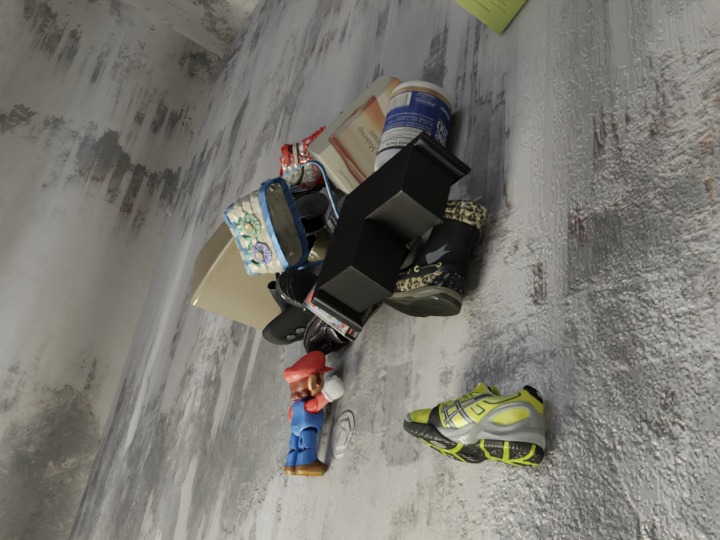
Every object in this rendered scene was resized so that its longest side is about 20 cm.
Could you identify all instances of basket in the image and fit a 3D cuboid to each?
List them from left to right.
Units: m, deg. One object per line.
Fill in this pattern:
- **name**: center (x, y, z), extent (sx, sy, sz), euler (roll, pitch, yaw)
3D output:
- **basket**: center (-0.126, -0.080, 1.159), extent (0.196, 0.179, 0.139), euler (-19, 14, 14)

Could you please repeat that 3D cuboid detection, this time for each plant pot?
- **plant pot**: center (-0.238, -0.016, 1.426), extent (0.179, 0.197, 0.201), euler (-60, 22, 21)

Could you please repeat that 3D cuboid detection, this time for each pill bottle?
- **pill bottle**: center (0.084, -0.197, 1.082), extent (0.110, 0.109, 0.204), euler (-20, 52, 56)

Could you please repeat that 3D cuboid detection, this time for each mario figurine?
- **mario figurine**: center (-0.071, 0.237, 1.099), extent (0.121, 0.106, 0.205), euler (-4, 72, 21)

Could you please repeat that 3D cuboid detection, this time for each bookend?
- **bookend**: center (0.041, -0.049, 0.909), extent (0.199, 0.091, 0.202), euler (-34, 31, 48)

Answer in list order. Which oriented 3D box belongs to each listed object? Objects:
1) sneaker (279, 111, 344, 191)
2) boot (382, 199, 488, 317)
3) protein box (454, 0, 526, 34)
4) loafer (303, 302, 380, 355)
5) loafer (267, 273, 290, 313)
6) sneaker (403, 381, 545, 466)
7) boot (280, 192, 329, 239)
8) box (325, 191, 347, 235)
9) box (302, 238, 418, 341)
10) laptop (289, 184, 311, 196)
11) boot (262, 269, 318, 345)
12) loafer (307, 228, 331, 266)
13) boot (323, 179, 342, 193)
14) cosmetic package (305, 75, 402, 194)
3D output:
- **sneaker**: center (-0.102, -0.247, 1.347), extent (0.202, 0.106, 0.068), euler (122, 151, -45)
- **boot**: center (0.100, -0.016, 0.958), extent (0.202, 0.073, 0.156), euler (-3, 62, 62)
- **protein box**: center (0.198, -0.532, 1.034), extent (0.201, 0.196, 0.136), euler (-50, 30, 29)
- **loafer**: center (-0.033, 0.091, 1.126), extent (0.201, 0.071, 0.064), euler (-49, 35, 27)
- **loafer**: center (-0.155, 0.036, 1.333), extent (0.068, 0.069, 0.205), euler (-142, 49, -60)
- **sneaker**: center (0.130, 0.172, 0.751), extent (0.198, 0.075, 0.078), euler (-9, 52, 49)
- **boot**: center (-0.109, -0.103, 1.334), extent (0.130, 0.071, 0.198), euler (8, 31, 46)
- **box**: center (0.008, -0.111, 1.230), extent (0.163, 0.048, 0.200), euler (-63, 25, 14)
- **box**: center (0.000, 0.000, 1.072), extent (0.109, 0.035, 0.202), euler (30, 87, 37)
- **laptop**: center (-0.187, -0.235, 1.632), extent (0.186, 0.114, 0.204), euler (-1, 68, 61)
- **boot**: center (-0.126, 0.074, 1.210), extent (0.199, 0.162, 0.067), euler (-33, 54, 45)
- **loafer**: center (-0.099, -0.058, 1.368), extent (0.076, 0.069, 0.200), euler (-65, 26, 3)
- **boot**: center (-0.031, -0.262, 1.400), extent (0.096, 0.074, 0.204), euler (9, 79, 61)
- **cosmetic package**: center (0.010, -0.248, 1.205), extent (0.200, 0.103, 0.087), euler (-46, 28, -3)
